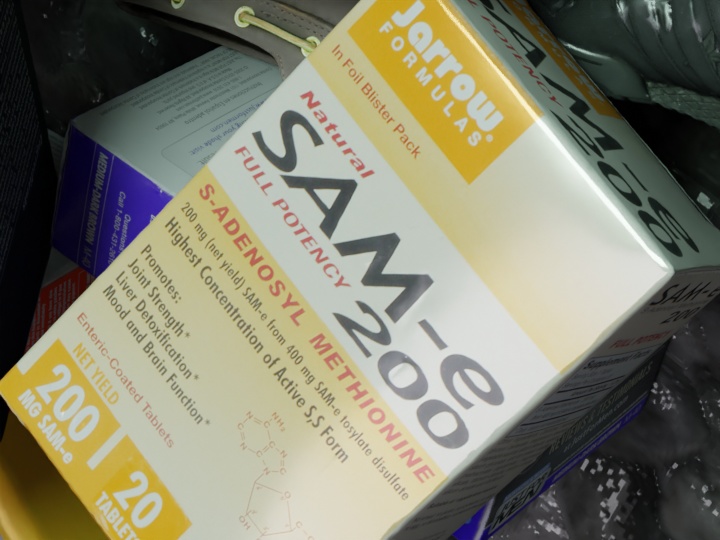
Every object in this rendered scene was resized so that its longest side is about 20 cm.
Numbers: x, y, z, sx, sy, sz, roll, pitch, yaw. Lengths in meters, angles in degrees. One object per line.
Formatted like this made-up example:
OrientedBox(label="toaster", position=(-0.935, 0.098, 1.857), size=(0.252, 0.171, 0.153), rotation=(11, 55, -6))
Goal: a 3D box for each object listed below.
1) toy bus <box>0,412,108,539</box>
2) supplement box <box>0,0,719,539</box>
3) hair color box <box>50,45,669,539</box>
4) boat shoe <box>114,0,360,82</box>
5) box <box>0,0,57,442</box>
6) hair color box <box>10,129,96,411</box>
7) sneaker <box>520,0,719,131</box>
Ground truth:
OrientedBox(label="toy bus", position=(-0.180, 0.074, 1.026), size=(0.078, 0.065, 0.200), rotation=(-26, 95, 46))
OrientedBox(label="supplement box", position=(0.000, 0.017, 0.684), size=(0.200, 0.074, 0.126), rotation=(-45, 73, 21))
OrientedBox(label="hair color box", position=(0.000, 0.000, 0.794), size=(0.200, 0.109, 0.065), rotation=(33, 131, 24))
OrientedBox(label="boat shoe", position=(-0.005, -0.077, 0.770), size=(0.200, 0.072, 0.060), rotation=(33, 96, 28))
OrientedBox(label="box", position=(-0.189, -0.041, 0.730), size=(0.148, 0.107, 0.200), rotation=(7, 150, 5))
OrientedBox(label="hair color box", position=(-0.181, 0.013, 0.895), size=(0.111, 0.200, 0.064), rotation=(30, 131, 26))
OrientedBox(label="sneaker", position=(0.130, -0.086, 0.670), size=(0.200, 0.060, 0.104), rotation=(29, 129, 21))
